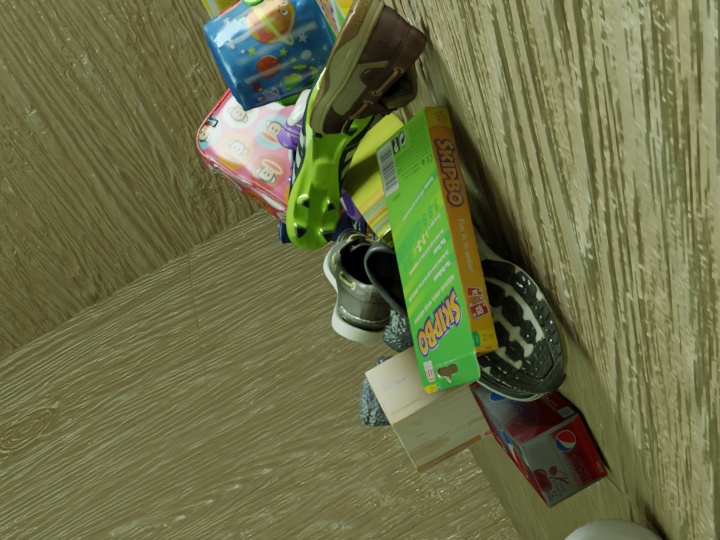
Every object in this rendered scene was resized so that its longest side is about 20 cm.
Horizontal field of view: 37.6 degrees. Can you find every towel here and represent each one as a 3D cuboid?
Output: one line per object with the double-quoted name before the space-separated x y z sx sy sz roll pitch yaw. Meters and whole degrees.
"towel" 0.028 -0.089 0.977 0.018 0.086 0.200 47 -174 -27

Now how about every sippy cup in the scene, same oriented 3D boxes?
"sippy cup" -0.085 -0.234 1.080 0.179 0.129 0.140 65 175 -34

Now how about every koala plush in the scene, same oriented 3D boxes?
"koala plush" 0.083 0.091 1.452 0.177 0.181 0.203 -33 -65 -80

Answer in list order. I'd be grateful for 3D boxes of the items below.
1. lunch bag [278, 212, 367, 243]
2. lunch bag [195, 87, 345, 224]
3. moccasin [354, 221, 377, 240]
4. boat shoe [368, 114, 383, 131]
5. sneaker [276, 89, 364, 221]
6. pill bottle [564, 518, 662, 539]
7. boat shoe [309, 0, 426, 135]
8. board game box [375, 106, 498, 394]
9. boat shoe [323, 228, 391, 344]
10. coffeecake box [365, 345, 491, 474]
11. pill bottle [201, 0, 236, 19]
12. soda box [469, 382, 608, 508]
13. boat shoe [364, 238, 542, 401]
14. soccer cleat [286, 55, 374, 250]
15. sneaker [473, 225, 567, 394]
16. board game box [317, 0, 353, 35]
"lunch bag" -0.053 -0.104 1.385 0.200 0.130 0.138 -20 -71 -87
"lunch bag" -0.077 -0.156 1.259 0.199 0.177 0.082 33 169 12
"moccasin" 0.038 -0.044 1.229 0.074 0.077 0.202 60 -178 -17
"boat shoe" -0.018 -0.176 1.186 0.201 0.065 0.074 60 178 36
"sneaker" -0.038 -0.109 1.117 0.080 0.084 0.200 36 170 34
"pill bottle" 0.218 0.288 0.911 0.110 0.108 0.200 60 178 27
"boat shoe" 0.009 -0.144 0.808 0.071 0.073 0.200 23 163 -4
"board game box" 0.057 -0.012 0.803 0.095 0.030 0.203 149 114 -65
"boat shoe" 0.003 0.001 1.081 0.202 0.071 0.061 -96 21 -64
"coffeecake box" 0.105 0.149 1.250 0.074 0.152 0.201 60 177 29
"pill bottle" -0.143 -0.357 1.202 0.115 0.113 0.200 60 178 19
"soda box" 0.166 0.151 1.016 0.071 0.063 0.200 62 178 -12
"boat shoe" 0.080 0.045 0.918 0.199 0.069 0.057 41 -158 11
"soccer cleat" -0.033 -0.120 0.989 0.081 0.067 0.203 -128 53 -67
"sneaker" 0.117 0.024 0.842 0.088 0.077 0.201 21 -155 -40
"board game box" -0.034 -0.257 0.884 0.202 0.030 0.096 59 177 9
